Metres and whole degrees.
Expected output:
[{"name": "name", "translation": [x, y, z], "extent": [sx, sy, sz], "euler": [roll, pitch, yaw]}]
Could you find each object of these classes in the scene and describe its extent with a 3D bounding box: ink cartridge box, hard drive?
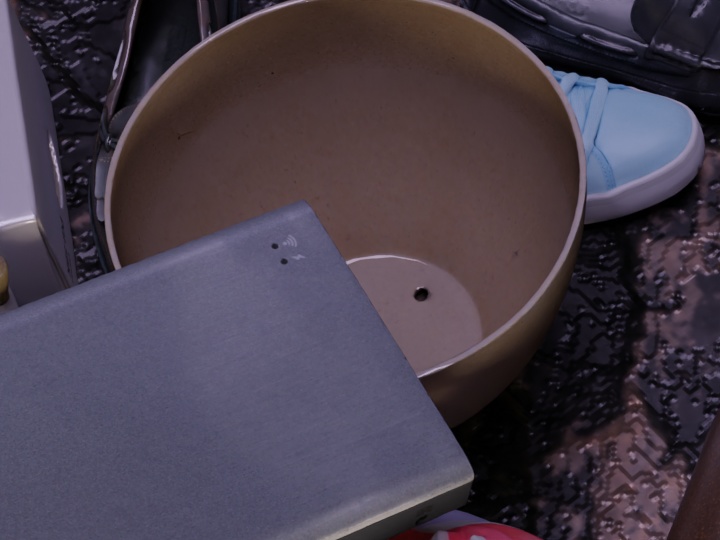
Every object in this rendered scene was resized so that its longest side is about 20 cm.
[{"name": "ink cartridge box", "translation": [-0.242, -0.037, 1.268], "extent": [0.199, 0.083, 0.147], "euler": [-13, 56, 0]}, {"name": "hard drive", "translation": [-0.078, 0.065, 1.026], "extent": [0.199, 0.033, 0.140], "euler": [-22, 61, -20]}]

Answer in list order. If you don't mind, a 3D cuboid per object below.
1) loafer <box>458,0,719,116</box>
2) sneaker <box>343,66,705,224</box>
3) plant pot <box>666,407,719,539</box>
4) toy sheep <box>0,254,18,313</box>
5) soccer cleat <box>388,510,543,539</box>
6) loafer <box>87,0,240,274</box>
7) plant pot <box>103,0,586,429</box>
[{"name": "loafer", "translation": [0.142, -0.118, 1.273], "extent": [0.200, 0.070, 0.068], "euler": [10, 60, 14]}, {"name": "sneaker", "translation": [0.056, -0.073, 1.249], "extent": [0.199, 0.082, 0.074], "euler": [3, 59, 10]}, {"name": "plant pot", "translation": [0.178, 0.160, 1.001], "extent": [0.200, 0.200, 0.199], "euler": [14, 66, 16]}, {"name": "toy sheep", "translation": [-0.199, 0.058, 1.172], "extent": [0.199, 0.138, 0.138], "euler": [-12, 56, -10]}, {"name": "soccer cleat", "translation": [0.032, 0.122, 1.108], "extent": [0.200, 0.076, 0.067], "euler": [12, 80, 64]}, {"name": "loafer", "translation": [-0.095, -0.077, 1.285], "extent": [0.072, 0.063, 0.201], "euler": [-2, 57, 7]}, {"name": "plant pot", "translation": [0.000, 0.000, 1.179], "extent": [0.199, 0.135, 0.201], "euler": [-3, 57, 5]}]
